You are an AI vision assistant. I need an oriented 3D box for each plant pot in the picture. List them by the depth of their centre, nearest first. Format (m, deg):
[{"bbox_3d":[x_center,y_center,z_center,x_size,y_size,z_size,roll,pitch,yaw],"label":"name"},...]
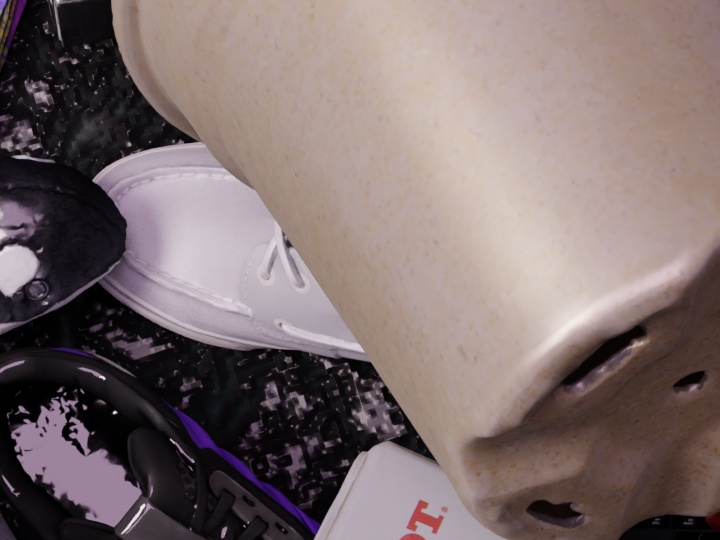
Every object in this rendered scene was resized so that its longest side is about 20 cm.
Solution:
[{"bbox_3d":[0.054,-0.033,0.733,0.200,0.200,0.184,-25,58,0],"label":"plant pot"}]

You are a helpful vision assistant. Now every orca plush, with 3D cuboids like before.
[{"bbox_3d":[-0.179,-0.016,0.868,0.200,0.071,0.105,3,51,27],"label":"orca plush"}]

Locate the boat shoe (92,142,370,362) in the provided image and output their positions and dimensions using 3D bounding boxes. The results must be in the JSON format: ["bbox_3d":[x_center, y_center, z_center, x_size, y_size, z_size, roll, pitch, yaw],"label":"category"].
[{"bbox_3d":[0.000,0.000,0.862,0.200,0.069,0.072,20,79,10],"label":"boat shoe"}]

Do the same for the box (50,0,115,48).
[{"bbox_3d":[-0.030,-0.191,0.912,0.193,0.048,0.200,-14,75,-5],"label":"box"}]

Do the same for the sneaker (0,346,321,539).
[{"bbox_3d":[-0.048,0.092,0.827,0.200,0.100,0.070,36,84,14],"label":"sneaker"}]

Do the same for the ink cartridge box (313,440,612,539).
[{"bbox_3d":[0.061,0.156,0.729,0.200,0.083,0.147,24,57,8],"label":"ink cartridge box"}]

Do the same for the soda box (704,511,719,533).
[{"bbox_3d":[0.203,0.104,0.779,0.200,0.063,0.070,37,82,-12],"label":"soda box"}]

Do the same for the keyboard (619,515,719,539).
[{"bbox_3d":[0.157,0.079,0.819,0.200,0.040,0.104,1,101,-2],"label":"keyboard"}]

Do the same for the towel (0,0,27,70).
[{"bbox_3d":[-0.172,-0.146,0.941,0.144,0.023,0.200,15,78,9],"label":"towel"}]

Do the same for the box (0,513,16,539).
[{"bbox_3d":[-0.162,0.108,0.784,0.112,0.200,0.101,-32,75,-2],"label":"box"}]
